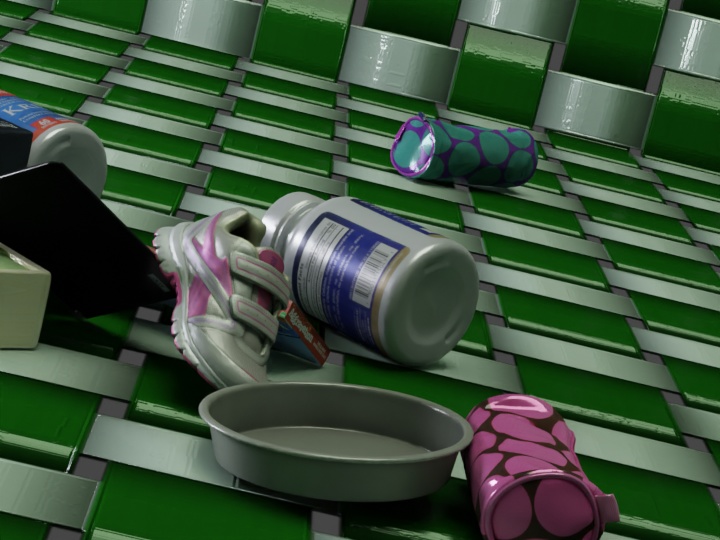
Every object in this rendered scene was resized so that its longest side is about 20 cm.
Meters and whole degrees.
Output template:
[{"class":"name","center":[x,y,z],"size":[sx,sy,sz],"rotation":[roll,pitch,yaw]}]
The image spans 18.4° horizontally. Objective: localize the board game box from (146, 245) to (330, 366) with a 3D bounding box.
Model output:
[{"class":"board game box","center":[-0.127,0.023,1.904],"size":[0.199,0.020,0.103],"rotation":[20,-16,26]}]

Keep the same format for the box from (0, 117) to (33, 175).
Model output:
[{"class":"box","center":[-0.438,-0.103,2.002],"size":[0.199,0.118,0.196],"rotation":[25,16,36]}]

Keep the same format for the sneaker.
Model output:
[{"class":"sneaker","center":[-0.098,0.023,1.738],"size":[0.081,0.088,0.201],"rotation":[40,23,-50]}]

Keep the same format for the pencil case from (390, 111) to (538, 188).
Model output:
[{"class":"pencil case","center":[0.139,-0.159,2.955],"size":[0.199,0.085,0.093],"rotation":[5,43,-38]}]

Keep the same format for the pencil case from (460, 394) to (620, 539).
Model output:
[{"class":"pencil case","center":[0.124,0.150,1.586],"size":[0.093,0.091,0.200],"rotation":[-22,16,2]}]

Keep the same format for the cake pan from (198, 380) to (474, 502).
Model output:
[{"class":"cake pan","center":[-0.019,0.123,1.601],"size":[0.199,0.037,0.200],"rotation":[6,12,-1]}]

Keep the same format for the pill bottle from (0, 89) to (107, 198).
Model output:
[{"class":"pill bottle","center":[-0.350,-0.116,2.166],"size":[0.199,0.113,0.112],"rotation":[24,16,36]}]

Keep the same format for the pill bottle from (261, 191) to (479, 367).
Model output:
[{"class":"pill bottle","center":[0.000,0.000,2.025],"size":[0.119,0.120,0.200],"rotation":[1,18,-46]}]

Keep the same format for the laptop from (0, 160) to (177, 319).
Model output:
[{"class":"laptop","center":[-0.252,-0.054,1.835],"size":[0.177,0.103,0.200],"rotation":[48,8,-36]}]

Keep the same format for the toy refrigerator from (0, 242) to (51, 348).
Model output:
[{"class":"toy refrigerator","center":[-0.336,-0.004,1.786],"size":[0.076,0.070,0.200],"rotation":[2,16,-41]}]
